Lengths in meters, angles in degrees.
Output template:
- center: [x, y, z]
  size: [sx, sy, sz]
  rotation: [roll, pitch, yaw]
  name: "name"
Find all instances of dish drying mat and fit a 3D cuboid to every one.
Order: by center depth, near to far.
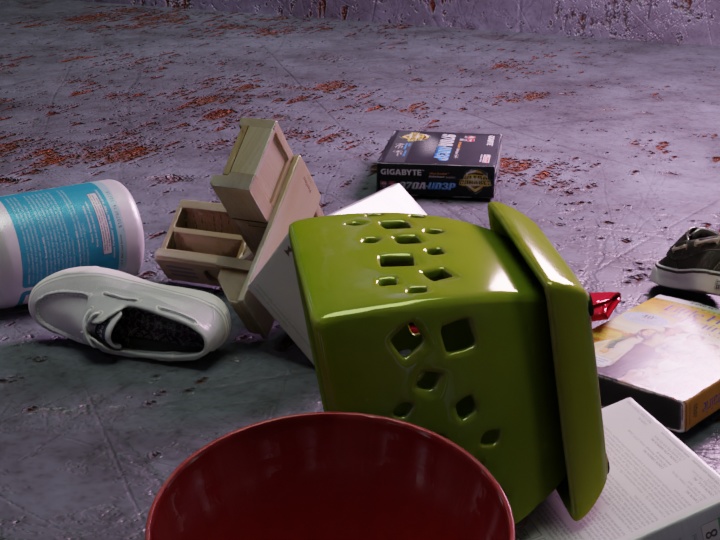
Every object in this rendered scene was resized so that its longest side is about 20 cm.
- center: [0.139, 0.040, 1.253]
  size: [0.197, 0.018, 0.077]
  rotation: [-7, 10, 23]
  name: "dish drying mat"

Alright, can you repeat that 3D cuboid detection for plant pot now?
- center: [0.060, 0.068, 0.915]
  size: [0.179, 0.202, 0.200]
  rotation: [-11, 21, -3]
  name: "plant pot"

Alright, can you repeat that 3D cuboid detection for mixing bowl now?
- center: [-0.016, 0.180, 0.742]
  size: [0.197, 0.110, 0.201]
  rotation: [0, 29, 0]
  name: "mixing bowl"

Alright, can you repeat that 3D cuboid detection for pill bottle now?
- center: [-0.328, -0.025, 1.363]
  size: [0.198, 0.112, 0.110]
  rotation: [-12, 22, -34]
  name: "pill bottle"

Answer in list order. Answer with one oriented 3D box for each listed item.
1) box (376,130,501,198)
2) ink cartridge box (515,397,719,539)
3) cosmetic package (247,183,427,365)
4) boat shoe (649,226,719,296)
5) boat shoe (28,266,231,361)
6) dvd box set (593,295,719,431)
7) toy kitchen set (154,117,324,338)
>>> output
- center: [0.110, -0.146, 1.828]
  size: [0.157, 0.047, 0.200]
  rotation: [3, 18, 8]
  name: "box"
- center: [0.140, 0.171, 0.927]
  size: [0.198, 0.051, 0.161]
  rotation: [-23, 23, -8]
  name: "ink cartridge box"
- center: [0.000, 0.000, 1.269]
  size: [0.108, 0.085, 0.199]
  rotation: [49, 35, 10]
  name: "cosmetic package"
- center: [0.345, -0.009, 1.339]
  size: [0.070, 0.065, 0.200]
  rotation: [9, 1, -7]
  name: "boat shoe"
- center: [-0.220, 0.048, 1.233]
  size: [0.197, 0.073, 0.069]
  rotation: [13, 21, 9]
  name: "boat shoe"
- center: [0.271, 0.076, 1.172]
  size: [0.145, 0.030, 0.199]
  rotation: [17, 26, 41]
  name: "dvd box set"
- center: [-0.150, -0.029, 1.323]
  size: [0.178, 0.201, 0.165]
  rotation: [8, 61, 22]
  name: "toy kitchen set"
